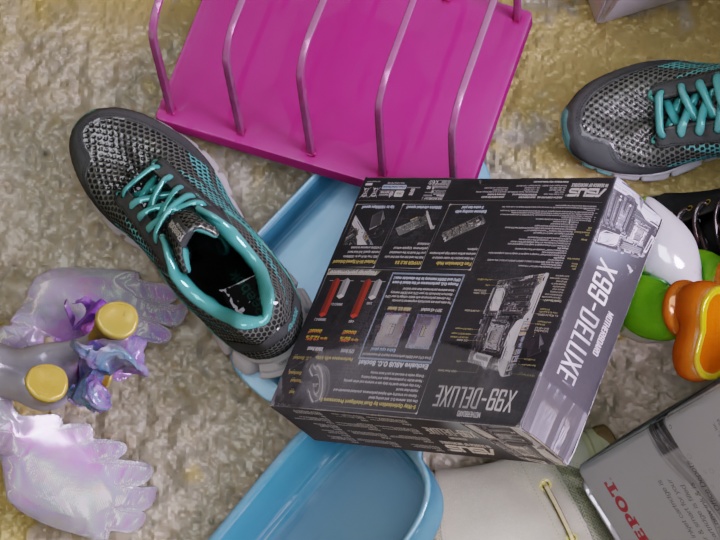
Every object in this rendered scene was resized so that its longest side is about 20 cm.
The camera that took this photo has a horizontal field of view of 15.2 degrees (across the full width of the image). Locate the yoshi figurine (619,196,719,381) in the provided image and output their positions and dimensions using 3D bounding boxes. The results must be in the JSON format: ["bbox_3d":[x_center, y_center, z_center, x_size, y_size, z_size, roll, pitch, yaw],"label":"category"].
[{"bbox_3d":[0.147,0.027,1.566,0.200,0.112,0.112,13,70,45],"label":"yoshi figurine"}]

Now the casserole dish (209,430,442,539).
[{"bbox_3d":[-0.026,0.168,1.584,0.200,0.039,0.121,-51,45,6],"label":"casserole dish"}]

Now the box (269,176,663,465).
[{"bbox_3d":[0.058,0.024,1.528,0.050,0.199,0.158,39,64,-39],"label":"box"}]

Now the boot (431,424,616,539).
[{"bbox_3d":[0.099,0.203,1.609,0.154,0.072,0.201,-11,77,-4],"label":"boot"}]

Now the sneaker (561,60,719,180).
[{"bbox_3d":[0.223,-0.102,1.638,0.199,0.091,0.078,-6,81,-3],"label":"sneaker"}]

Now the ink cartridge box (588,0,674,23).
[{"bbox_3d":[0.187,-0.276,1.642,0.147,0.145,0.201,-18,82,-5],"label":"ink cartridge box"}]

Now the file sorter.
[{"bbox_3d":[-0.012,-0.145,1.602,0.199,0.126,0.139,17,70,10],"label":"file sorter"}]

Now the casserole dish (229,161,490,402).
[{"bbox_3d":[0.000,0.000,1.651,0.121,0.039,0.200,43,82,5],"label":"casserole dish"}]

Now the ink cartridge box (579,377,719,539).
[{"bbox_3d":[0.238,0.125,1.522,0.084,0.200,0.145,-30,85,-37],"label":"ink cartridge box"}]

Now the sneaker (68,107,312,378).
[{"bbox_3d":[-0.100,-0.027,1.590,0.078,0.091,0.200,-44,78,-3],"label":"sneaker"}]

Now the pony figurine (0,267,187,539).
[{"bbox_3d":[-0.193,0.060,1.579,0.192,0.200,0.167,11,74,-16],"label":"pony figurine"}]

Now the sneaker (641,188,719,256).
[{"bbox_3d":[0.206,-0.022,1.626,0.199,0.106,0.075,-14,82,-3],"label":"sneaker"}]
